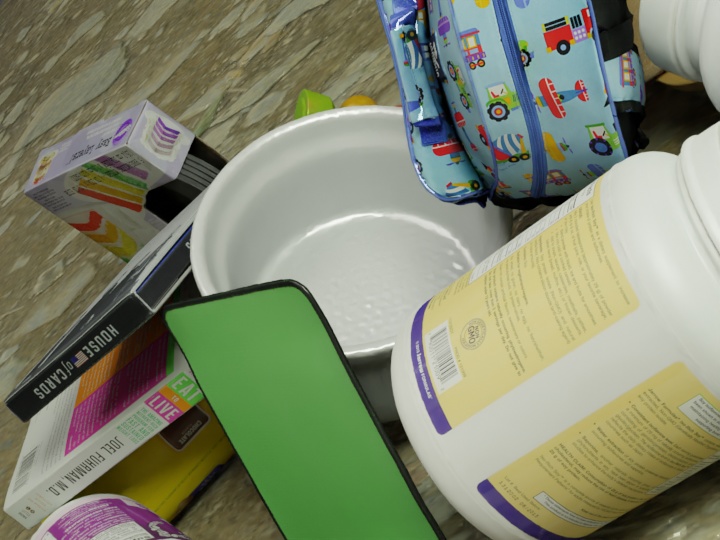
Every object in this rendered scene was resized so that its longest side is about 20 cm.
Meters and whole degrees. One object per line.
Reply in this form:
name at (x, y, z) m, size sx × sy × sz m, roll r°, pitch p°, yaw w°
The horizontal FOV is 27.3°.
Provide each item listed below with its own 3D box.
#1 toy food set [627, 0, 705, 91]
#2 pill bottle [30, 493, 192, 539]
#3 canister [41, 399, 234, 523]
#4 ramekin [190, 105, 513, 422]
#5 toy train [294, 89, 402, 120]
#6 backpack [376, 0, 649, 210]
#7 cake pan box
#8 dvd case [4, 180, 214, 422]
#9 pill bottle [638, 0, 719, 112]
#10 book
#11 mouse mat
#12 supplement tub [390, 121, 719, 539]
toy food set at (0.188, -0.198, 0.923) m, size 0.200 × 0.048 × 0.199 m, roll -9°, pitch 62°, yaw 60°
pill bottle at (-0.142, 0.220, 0.962) m, size 0.113 × 0.112 × 0.200 m, roll -57°, pitch 27°, yaw -11°
canister at (-0.151, 0.117, 1.135) m, size 0.200 × 0.086 × 0.149 m, roll -47°, pitch 27°, yaw 6°
ramekin at (0.000, 0.000, 0.936) m, size 0.199 × 0.098 × 0.202 m, roll -6°, pitch 51°, yaw 7°
toy train at (0.005, -0.107, 1.054) m, size 0.085 × 0.115 × 0.202 m, roll -145°, pitch 66°, yaw -73°
backpack at (0.082, -0.120, 0.797) m, size 0.133 × 0.184 × 0.200 m, roll -13°, pitch 5°, yaw 7°
cake pan box at (-0.162, -0.054, 1.254) m, size 0.199 × 0.184 × 0.053 m, roll -14°, pitch 49°, yaw 50°
dvd case at (-0.146, 0.006, 1.000) m, size 0.150 × 0.025 × 0.200 m, roll -38°, pitch 11°, yaw 35°
pill bottle at (0.235, -0.107, 0.698) m, size 0.199 × 0.112 × 0.113 m, roll 29°, pitch 81°, yaw 40°
book at (-0.168, 0.082, 1.053) m, size 0.200 × 0.048 × 0.134 m, roll -36°, pitch 26°, yaw 24°
mouse mat at (-0.033, 0.098, 0.863) m, size 0.008 × 0.201 × 0.160 m, roll -35°, pitch 15°, yaw -35°
supplement tub at (0.129, 0.034, 0.724) m, size 0.200 × 0.145 × 0.146 m, roll -36°, pitch 30°, yaw 27°
